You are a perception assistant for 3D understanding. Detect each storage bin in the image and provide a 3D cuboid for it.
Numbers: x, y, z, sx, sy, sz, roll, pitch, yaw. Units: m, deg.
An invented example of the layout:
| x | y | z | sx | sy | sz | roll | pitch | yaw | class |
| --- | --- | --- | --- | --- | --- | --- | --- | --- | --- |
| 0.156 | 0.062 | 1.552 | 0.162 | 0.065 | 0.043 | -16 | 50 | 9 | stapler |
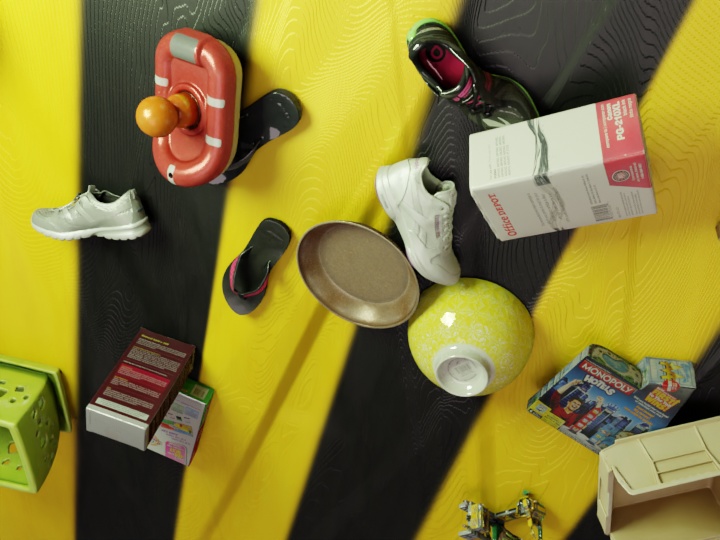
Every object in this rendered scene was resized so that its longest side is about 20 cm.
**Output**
| x | y | z | sx | sy | sz | roll | pitch | yaw | class |
| --- | --- | --- | --- | --- | --- | --- | --- | --- | --- |
| 0.468 | 0.334 | 1.155 | 0.196 | 0.094 | 0.201 | -13 | 132 | 2 | storage bin |

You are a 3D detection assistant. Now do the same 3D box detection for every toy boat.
| x | y | z | sx | sy | sz | roll | pitch | yaw | class |
| --- | --- | --- | --- | --- | --- | --- | --- | --- | --- |
| -0.236 | -0.205 | 0.994 | 0.129 | 0.130 | 0.202 | 23 | 121 | 26 | toy boat |

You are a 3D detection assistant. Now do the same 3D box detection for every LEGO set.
| x | y | z | sx | sy | sz | roll | pitch | yaw | class |
| --- | --- | --- | --- | --- | --- | --- | --- | --- | --- |
| 0.239 | 0.476 | 1.323 | 0.115 | 0.202 | 0.153 | 33 | 144 | -30 | LEGO set |

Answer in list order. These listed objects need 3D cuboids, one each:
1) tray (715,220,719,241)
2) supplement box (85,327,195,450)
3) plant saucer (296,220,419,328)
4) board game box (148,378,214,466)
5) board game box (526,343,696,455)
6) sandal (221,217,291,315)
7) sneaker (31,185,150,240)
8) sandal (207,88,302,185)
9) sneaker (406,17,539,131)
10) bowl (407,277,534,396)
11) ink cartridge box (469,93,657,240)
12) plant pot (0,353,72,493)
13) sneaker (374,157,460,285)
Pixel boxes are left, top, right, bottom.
| x | y | z | sx | sy | sz | roll | pitch | yaw | class |
| --- | --- | --- | --- | --- | --- | --- | --- | --- | --- |
| 0.560 | -0.042 | 0.948 | 0.198 | 0.037 | 0.099 | 24 | 128 | -2 | tray |
| -0.370 | 0.197 | 1.303 | 0.108 | 0.201 | 0.061 | 19 | 130 | 3 | supplement box |
| 0.000 | 0.000 | 1.135 | 0.198 | 0.037 | 0.202 | 16 | 134 | 18 | plant saucer |
| -0.372 | 0.274 | 1.460 | 0.151 | 0.040 | 0.201 | 23 | 128 | 0 | board game box |
| 0.389 | 0.186 | 1.148 | 0.199 | 0.062 | 0.200 | 31 | 127 | -7 | board game box |
| -0.171 | 0.001 | 1.199 | 0.075 | 0.045 | 0.201 | 29 | 128 | -5 | sandal |
| -0.426 | -0.096 | 1.205 | 0.197 | 0.075 | 0.083 | 0 | 110 | 10 | sneaker |
| -0.167 | -0.184 | 1.066 | 0.199 | 0.043 | 0.076 | -33 | 110 | 33 | sandal |
| 0.130 | -0.217 | 0.925 | 0.199 | 0.084 | 0.077 | 35 | 128 | -9 | sneaker |
| 0.159 | 0.123 | 1.145 | 0.197 | 0.108 | 0.202 | 8 | 126 | 11 | bowl |
| 0.244 | -0.117 | 0.925 | 0.198 | 0.085 | 0.145 | -10 | 152 | 23 | ink cartridge box |
| -0.677 | 0.280 | 1.470 | 0.197 | 0.182 | 0.201 | 11 | 127 | 10 | plant pot |
| 0.099 | -0.064 | 1.049 | 0.099 | 0.075 | 0.201 | -19 | 118 | 28 | sneaker |
